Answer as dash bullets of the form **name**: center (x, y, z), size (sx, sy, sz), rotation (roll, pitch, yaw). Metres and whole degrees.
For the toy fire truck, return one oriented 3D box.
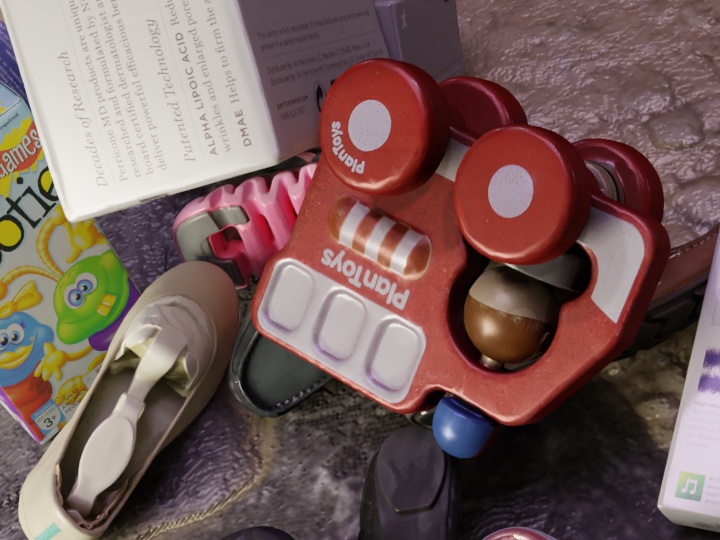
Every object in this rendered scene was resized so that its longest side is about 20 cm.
- **toy fire truck**: center (0.049, -0.003, 0.930), size (0.199, 0.112, 0.169), rotation (29, 104, 29)

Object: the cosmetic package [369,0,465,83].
- **cosmetic package**: center (-0.043, -0.134, 1.173), size (0.198, 0.091, 0.107), rotation (3, 21, 26)

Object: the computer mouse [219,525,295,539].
- **computer mouse**: center (-0.113, 0.189, 0.957), size (0.200, 0.046, 0.141), rotation (-41, 48, 2)

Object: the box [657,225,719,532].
- **box**: center (0.234, 0.034, 0.895), size (0.143, 0.036, 0.202), rotation (8, 74, 29)

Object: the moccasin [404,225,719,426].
- **moccasin**: center (0.106, 0.016, 0.990), size (0.200, 0.074, 0.078), rotation (-23, 71, 16)

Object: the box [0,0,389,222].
- **box**: center (-0.089, -0.150, 1.012), size (0.130, 0.202, 0.199), rotation (-14, 7, 23)

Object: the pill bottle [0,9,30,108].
- **pill bottle**: center (-0.286, -0.090, 1.251), size (0.111, 0.112, 0.200), rotation (23, 62, 39)

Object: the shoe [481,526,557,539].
- **shoe**: center (0.088, 0.175, 0.837), size (0.071, 0.091, 0.201), rotation (-25, 43, 2)

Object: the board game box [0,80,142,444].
- **board game box**: center (-0.213, -0.015, 1.081), size (0.103, 0.201, 0.105), rotation (-40, 44, -14)

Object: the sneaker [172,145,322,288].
- **sneaker**: center (-0.014, -0.054, 1.125), size (0.198, 0.080, 0.096), rotation (-9, 31, 14)

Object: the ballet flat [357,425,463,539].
- **ballet flat**: center (0.024, 0.170, 0.913), size (0.066, 0.057, 0.201), rotation (-1, 55, 16)

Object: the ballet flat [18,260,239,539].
- **ballet flat**: center (-0.122, 0.071, 1.051), size (0.069, 0.070, 0.201), rotation (11, 60, 33)

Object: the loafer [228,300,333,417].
- **loafer**: center (0.000, 0.000, 1.030), size (0.201, 0.068, 0.070), rotation (-49, 14, 1)
